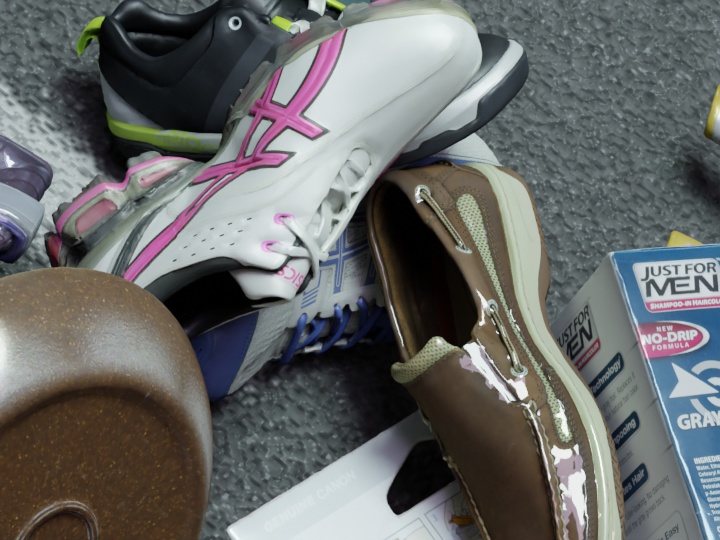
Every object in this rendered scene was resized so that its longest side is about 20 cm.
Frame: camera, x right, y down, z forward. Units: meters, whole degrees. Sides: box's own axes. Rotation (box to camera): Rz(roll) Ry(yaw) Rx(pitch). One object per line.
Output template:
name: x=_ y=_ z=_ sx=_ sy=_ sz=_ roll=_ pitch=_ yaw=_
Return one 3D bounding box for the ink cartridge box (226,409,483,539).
ink cartridge box: x=0.062 y=0.139 z=1.176 sx=0.200 sy=0.044 sz=0.174 roll=-29 pitch=74 yaw=-32

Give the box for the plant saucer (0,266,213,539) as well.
plant saucer: x=-0.123 y=0.098 z=1.042 sx=0.200 sy=0.200 sz=0.037 roll=-30 pitch=40 yaw=-32

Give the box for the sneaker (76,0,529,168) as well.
sneaker: x=-0.030 y=-0.089 z=1.194 sx=0.200 sy=0.083 sz=0.072 roll=-5 pitch=28 yaw=22

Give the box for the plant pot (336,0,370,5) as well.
plant pot: x=-0.004 y=-0.236 z=1.317 sx=0.200 sy=0.134 sz=0.200 roll=10 pitch=58 yaw=-16

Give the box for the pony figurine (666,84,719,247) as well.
pony figurine: x=0.235 y=0.014 z=1.269 sx=0.200 sy=0.167 sz=0.193 roll=17 pitch=47 yaw=7

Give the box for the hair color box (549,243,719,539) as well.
hair color box: x=0.135 y=0.099 z=1.141 sx=0.061 sy=0.100 sz=0.200 roll=-5 pitch=64 yaw=-24

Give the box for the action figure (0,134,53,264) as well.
action figure: x=-0.169 y=0.034 z=1.105 sx=0.069 sy=0.130 sz=0.200 roll=22 pitch=38 yaw=-21

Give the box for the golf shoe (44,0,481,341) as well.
golf shoe: x=-0.028 y=-0.028 z=1.118 sx=0.073 sy=0.200 sz=0.092 roll=37 pitch=21 yaw=-53

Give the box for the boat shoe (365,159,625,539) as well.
boat shoe: x=0.044 y=0.048 z=1.146 sx=0.075 sy=0.075 sz=0.202 roll=7 pitch=54 yaw=-37

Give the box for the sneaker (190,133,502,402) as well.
sneaker: x=0.000 y=0.000 z=1.215 sx=0.088 sy=0.075 sz=0.200 roll=42 pitch=56 yaw=6
